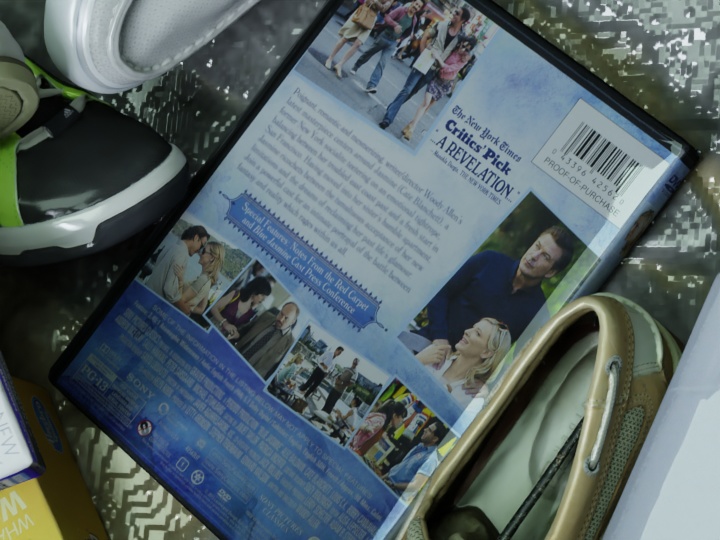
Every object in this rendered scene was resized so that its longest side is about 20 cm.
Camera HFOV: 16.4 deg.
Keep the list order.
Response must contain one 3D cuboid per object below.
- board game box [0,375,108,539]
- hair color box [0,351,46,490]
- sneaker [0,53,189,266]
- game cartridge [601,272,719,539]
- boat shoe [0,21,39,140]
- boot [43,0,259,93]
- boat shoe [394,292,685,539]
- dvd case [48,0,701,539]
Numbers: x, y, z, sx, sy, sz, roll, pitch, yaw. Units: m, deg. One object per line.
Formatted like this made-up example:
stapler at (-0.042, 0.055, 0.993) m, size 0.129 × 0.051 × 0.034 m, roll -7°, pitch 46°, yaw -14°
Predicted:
board game box at (-0.139, 0.158, 0.848) m, size 0.153 × 0.040 × 0.200 m, roll -33°, pitch 67°, yaw 12°
hair color box at (-0.214, 0.052, 0.802) m, size 0.200 × 0.065 × 0.109 m, roll -22°, pitch 85°, yaw -7°
sneaker at (-0.153, -0.064, 0.872) m, size 0.200 × 0.083 × 0.072 m, roll 16°, pitch 40°, yaw 26°
game cartridge at (0.170, 0.096, 0.726) m, size 0.200 × 0.041 × 0.133 m, roll 22°, pitch 90°, yaw 20°
boat shoe at (-0.208, -0.059, 0.822) m, size 0.200 × 0.075 × 0.068 m, roll -13°, pitch 67°, yaw 1°
boot at (-0.015, -0.129, 0.833) m, size 0.096 × 0.074 × 0.200 m, roll 32°, pitch 80°, yaw 37°
boat shoe at (0.032, 0.096, 0.771) m, size 0.072 × 0.076 × 0.200 m, roll 23°, pitch 87°, yaw 26°
dvd case at (0.000, 0.000, 0.841) m, size 0.143 × 0.018 × 0.200 m, roll 39°, pitch 94°, yaw 27°
